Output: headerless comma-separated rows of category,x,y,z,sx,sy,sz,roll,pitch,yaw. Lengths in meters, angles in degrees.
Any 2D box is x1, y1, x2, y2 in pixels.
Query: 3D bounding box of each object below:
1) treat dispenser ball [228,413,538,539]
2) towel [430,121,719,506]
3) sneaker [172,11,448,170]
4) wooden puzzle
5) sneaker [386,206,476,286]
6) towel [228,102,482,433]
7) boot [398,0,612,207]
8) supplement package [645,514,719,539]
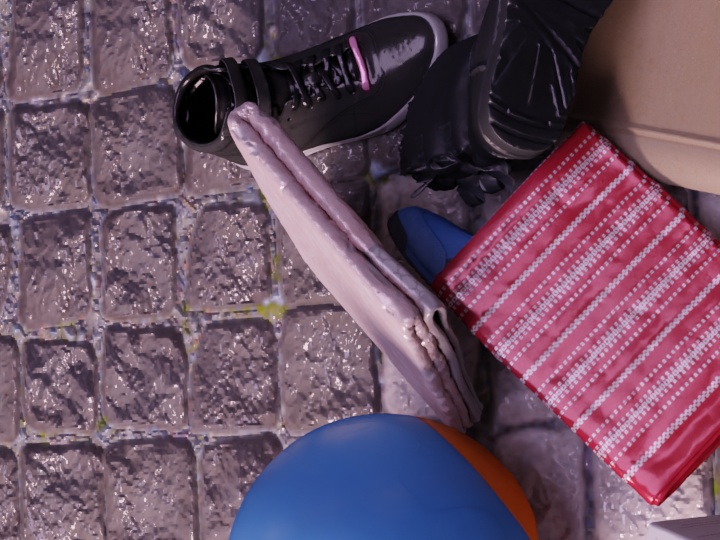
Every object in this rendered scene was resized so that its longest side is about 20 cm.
treat dispenser ball,0.015,0.189,1.693,0.200,0.200,0.202,-1,89,37
towel,0.158,0.026,1.650,0.145,0.022,0.200,-46,73,3
sneaker,-0.039,-0.119,1.803,0.199,0.099,0.071,-23,74,33
wooden puzzle,0.195,-0.152,1.650,0.185,0.037,0.201,15,103,52
sneaker,0.103,0.010,1.721,0.200,0.066,0.079,42,102,28
towel,0.000,0.000,1.717,0.032,0.200,0.191,-39,65,-6
boot,0.091,-0.140,1.695,0.162,0.073,0.199,156,132,-71
supplement package,0.259,0.230,1.559,0.199,0.121,0.120,22,102,36
